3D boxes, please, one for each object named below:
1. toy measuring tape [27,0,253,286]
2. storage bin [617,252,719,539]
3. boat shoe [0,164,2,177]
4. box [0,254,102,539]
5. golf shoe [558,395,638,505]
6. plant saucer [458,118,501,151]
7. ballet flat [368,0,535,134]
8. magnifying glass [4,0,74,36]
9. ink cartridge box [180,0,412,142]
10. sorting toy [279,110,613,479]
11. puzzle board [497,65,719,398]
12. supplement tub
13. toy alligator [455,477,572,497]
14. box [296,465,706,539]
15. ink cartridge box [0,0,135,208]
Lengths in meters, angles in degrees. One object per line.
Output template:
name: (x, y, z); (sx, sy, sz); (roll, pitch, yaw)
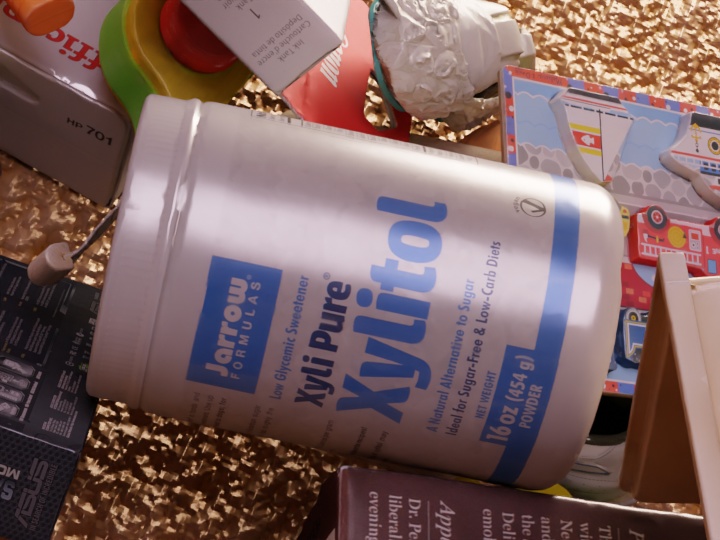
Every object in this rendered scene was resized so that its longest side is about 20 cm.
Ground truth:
toy measuring tape: (-0.104, -0.078, 1.001); (0.074, 0.074, 0.200); (35, 53, 5)
storage bin: (0.156, 0.126, 0.782); (0.094, 0.199, 0.200); (-5, 59, -2)
boat shoe: (-0.244, -0.074, 1.054); (0.075, 0.075, 0.202); (-36, 51, -23)
box: (-0.188, 0.037, 0.948); (0.157, 0.051, 0.200); (20, 15, -7)
golf shoe: (0.058, 0.043, 1.062); (0.200, 0.097, 0.078); (28, 57, 3)
plant saucer: (0.136, -0.026, 1.127); (0.200, 0.038, 0.200); (11, 36, -8)
ballet flat: (0.051, -0.109, 1.092); (0.072, 0.200, 0.072); (0, 90, 11)
magnifying glass: (-0.187, -0.175, 1.057); (0.080, 0.022, 0.200); (-26, 51, -14)
ink cartridge box: (-0.020, -0.132, 1.040); (0.176, 0.045, 0.200); (46, 22, -18)
sorting toy: (0.000, 0.000, 1.044); (0.185, 0.037, 0.200); (14, 52, 27)
puzzle board: (0.153, -0.011, 1.049); (0.200, 0.017, 0.151); (9, 71, -31)
supplement tub: (-0.003, 0.010, 0.910); (0.200, 0.132, 0.132); (11, 56, -5)
toy alligator: (0.086, 0.135, 1.030); (0.200, 0.059, 0.054); (6, 48, -14)
box: (0.062, 0.200, 0.922); (0.200, 0.164, 0.166); (10, 56, -12)
ink cartridge box: (-0.136, -0.153, 1.129); (0.146, 0.086, 0.200); (30, 57, 2)
